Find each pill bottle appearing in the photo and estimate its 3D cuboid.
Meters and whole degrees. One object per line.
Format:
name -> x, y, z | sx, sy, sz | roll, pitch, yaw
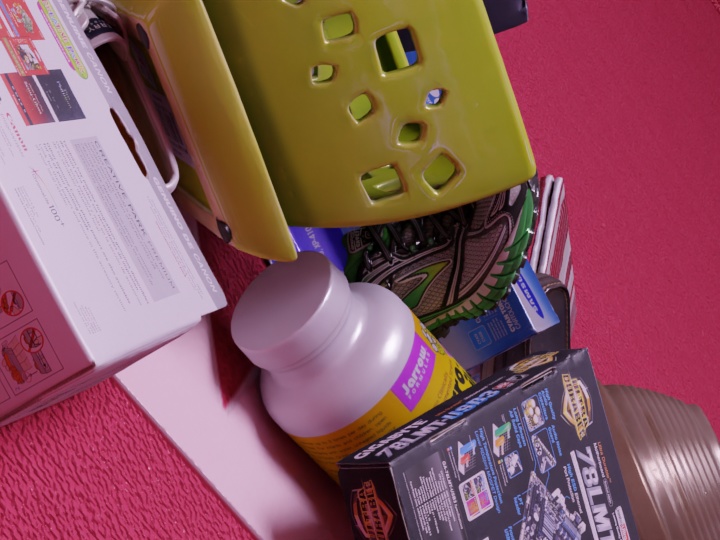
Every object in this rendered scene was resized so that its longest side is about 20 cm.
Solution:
pill bottle -> 0.010, 0.078, 1.369 | 0.200, 0.104, 0.105 | 47, 23, -34

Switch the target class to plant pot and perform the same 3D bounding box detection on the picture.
plant pot -> 0.234, 0.166, 1.750 | 0.201, 0.092, 0.202 | -22, 90, -90
plant pot -> -0.038, -0.122, 1.320 | 0.200, 0.181, 0.200 | 34, -33, 66

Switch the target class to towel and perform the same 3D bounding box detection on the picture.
towel -> 0.134, 0.041, 1.678 | 0.200, 0.023, 0.145 | 77, 22, -57

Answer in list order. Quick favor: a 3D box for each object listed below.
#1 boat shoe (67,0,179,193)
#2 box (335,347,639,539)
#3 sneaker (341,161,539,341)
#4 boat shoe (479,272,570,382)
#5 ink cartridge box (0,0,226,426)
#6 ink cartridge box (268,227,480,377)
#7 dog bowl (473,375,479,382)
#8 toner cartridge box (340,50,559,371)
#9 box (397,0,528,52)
boat shoe -> -0.153, -0.121, 1.257 | 0.071, 0.070, 0.201 | -14, 77, -39
box -> 0.087, 0.169, 1.331 | 0.198, 0.049, 0.201 | -26, 104, -47
sneaker -> 0.038, -0.005, 1.401 | 0.085, 0.200, 0.078 | 29, 36, -21
boat shoe -> 0.127, 0.101, 1.534 | 0.074, 0.073, 0.201 | -19, 117, -47
ink cartridge box -> -0.168, -0.038, 1.108 | 0.201, 0.084, 0.175 | 62, 19, 2
ink cartridge box -> 0.000, 0.000, 1.550 | 0.199, 0.043, 0.200 | 62, 21, 3
dog bowl -> 0.067, -0.004, 1.713 | 0.111, 0.049, 0.201 | 20, 45, -62
toner cartridge box -> 0.040, -0.032, 1.491 | 0.201, 0.095, 0.043 | 63, 29, 4
box -> 0.032, -0.283, 1.604 | 0.197, 0.117, 0.201 | 76, -5, -66
